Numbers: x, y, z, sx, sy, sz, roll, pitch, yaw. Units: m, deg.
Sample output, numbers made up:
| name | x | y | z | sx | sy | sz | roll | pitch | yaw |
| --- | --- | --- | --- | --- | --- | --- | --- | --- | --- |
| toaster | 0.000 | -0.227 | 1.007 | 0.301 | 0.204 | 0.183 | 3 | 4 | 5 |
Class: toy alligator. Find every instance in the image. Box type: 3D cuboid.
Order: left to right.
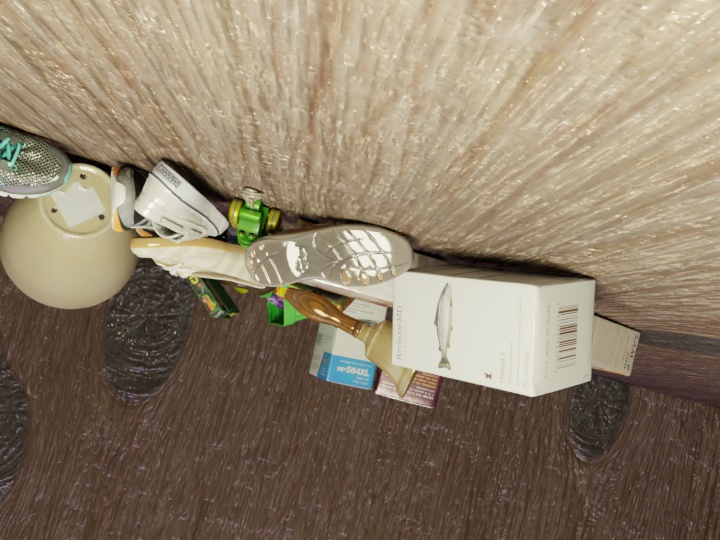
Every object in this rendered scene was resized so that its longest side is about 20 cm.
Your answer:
| name | x | y | z | sx | sy | sz | roll | pitch | yaw |
| --- | --- | --- | --- | --- | --- | --- | --- | --- | --- |
| toy alligator | -0.131 | -0.055 | 0.989 | 0.059 | 0.054 | 0.200 | 15 | 175 | -2 |

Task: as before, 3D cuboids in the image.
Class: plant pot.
| name | x | y | z | sx | sy | sz | roll | pitch | yaw |
| --- | --- | --- | --- | --- | --- | --- | --- | --- | --- |
| plant pot | -0.366 | -0.059 | 1.062 | 0.187 | 0.188 | 0.200 | 17 | 162 | -18 |

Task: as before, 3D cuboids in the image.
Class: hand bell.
| name | x | y | z | sx | sy | sz | roll | pitch | yaw |
| --- | --- | --- | --- | --- | --- | --- | --- | --- | --- |
| hand bell | -0.010 | 0.075 | 1.080 | 0.200 | 0.104 | 0.104 | 26 | 176 | 9 |

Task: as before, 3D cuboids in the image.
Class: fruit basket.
| name | x | y | z | sx | sy | sz | roll | pitch | yaw |
| --- | --- | --- | --- | --- | --- | --- | --- | --- | --- |
| fruit basket | -0.156 | 0.016 | 1.398 | 0.215 | 0.156 | 0.216 | -2 | 178 | 0 |

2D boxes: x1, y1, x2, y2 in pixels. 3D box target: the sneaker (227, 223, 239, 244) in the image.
| name | x | y | z | sx | sy | sz | roll | pitch | yaw |
| --- | --- | --- | --- | --- | --- | --- | --- | --- | --- |
| sneaker | -0.141 | -0.021 | 1.205 | 0.077 | 0.085 | 0.200 | 12 | 175 | 25 |

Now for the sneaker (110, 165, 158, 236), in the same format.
| name | x | y | z | sx | sy | sz | roll | pitch | yaw |
| --- | --- | --- | --- | --- | --- | --- | --- | --- | --- |
| sneaker | -0.249 | -0.081 | 1.005 | 0.077 | 0.079 | 0.200 | 1 | 177 | 5 |

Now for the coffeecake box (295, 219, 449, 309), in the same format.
| name | x | y | z | sx | sy | sz | roll | pitch | yaw |
| --- | --- | --- | --- | --- | --- | --- | --- | --- | --- |
| coffeecake box | 0.000 | 0.000 | 1.098 | 0.199 | 0.073 | 0.154 | 16 | 176 | -5 |

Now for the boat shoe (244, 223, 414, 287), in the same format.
| name | x | y | z | sx | sy | sz | roll | pitch | yaw |
| --- | --- | --- | --- | --- | --- | --- | --- | --- | --- |
| boat shoe | -0.034 | -0.025 | 0.965 | 0.199 | 0.076 | 0.072 | 1 | -162 | 13 |

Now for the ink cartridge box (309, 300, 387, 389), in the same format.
| name | x | y | z | sx | sy | sz | roll | pitch | yaw |
| --- | --- | --- | --- | --- | --- | --- | --- | --- | --- |
| ink cartridge box | -0.016 | 0.091 | 1.405 | 0.084 | 0.201 | 0.146 | 14 | 175 | -13 |

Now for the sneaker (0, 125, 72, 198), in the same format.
| name | x | y | z | sx | sy | sz | roll | pitch | yaw |
| --- | --- | --- | --- | --- | --- | --- | --- | --- | --- |
| sneaker | -0.415 | -0.133 | 0.887 | 0.199 | 0.078 | 0.091 | 15 | 171 | -14 |

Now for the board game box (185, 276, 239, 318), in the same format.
| name | x | y | z | sx | sy | sz | roll | pitch | yaw |
| --- | --- | --- | --- | --- | --- | --- | --- | --- | --- |
| board game box | -0.259 | -0.014 | 1.263 | 0.200 | 0.023 | 0.105 | 55 | -179 | 7 |

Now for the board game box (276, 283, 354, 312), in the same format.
| name | x | y | z | sx | sy | sz | roll | pitch | yaw |
| --- | --- | --- | --- | --- | --- | --- | --- | --- | --- |
| board game box | -0.047 | 0.017 | 1.240 | 0.095 | 0.030 | 0.200 | 21 | -159 | 10 |

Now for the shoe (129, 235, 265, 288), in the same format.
| name | x | y | z | sx | sy | sz | roll | pitch | yaw |
| --- | --- | --- | --- | --- | --- | --- | --- | --- | --- |
| shoe | -0.196 | -0.012 | 1.042 | 0.200 | 0.054 | 0.070 | 7 | 175 | -41 |

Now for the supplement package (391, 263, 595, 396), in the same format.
| name | x | y | z | sx | sy | sz | roll | pitch | yaw |
| --- | --- | --- | --- | --- | --- | --- | --- | --- | --- |
| supplement package | 0.145 | 0.060 | 0.928 | 0.117 | 0.117 | 0.200 | -5 | -172 | -43 |

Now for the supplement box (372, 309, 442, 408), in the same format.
| name | x | y | z | sx | sy | sz | roll | pitch | yaw |
| --- | --- | --- | --- | --- | --- | --- | --- | --- | --- |
| supplement box | 0.093 | 0.117 | 1.372 | 0.103 | 0.201 | 0.131 | 14 | 174 | 0 |

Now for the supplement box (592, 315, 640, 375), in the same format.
| name | x | y | z | sx | sy | sz | roll | pitch | yaw |
| --- | --- | --- | --- | --- | --- | --- | --- | --- | --- |
| supplement box | 0.311 | 0.098 | 1.251 | 0.200 | 0.074 | 0.126 | 19 | 174 | -38 |

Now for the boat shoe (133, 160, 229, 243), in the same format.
| name | x | y | z | sx | sy | sz | roll | pitch | yaw |
| --- | --- | --- | --- | --- | --- | --- | --- | --- | --- |
| boat shoe | -0.203 | -0.063 | 0.930 | 0.072 | 0.066 | 0.200 | 41 | 175 | 4 |

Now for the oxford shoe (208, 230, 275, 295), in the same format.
| name | x | y | z | sx | sy | sz | roll | pitch | yaw |
| --- | --- | --- | --- | --- | --- | --- | --- | --- | --- |
| oxford shoe | -0.213 | -0.018 | 1.260 | 0.200 | 0.084 | 0.073 | 35 | -148 | -20 |
